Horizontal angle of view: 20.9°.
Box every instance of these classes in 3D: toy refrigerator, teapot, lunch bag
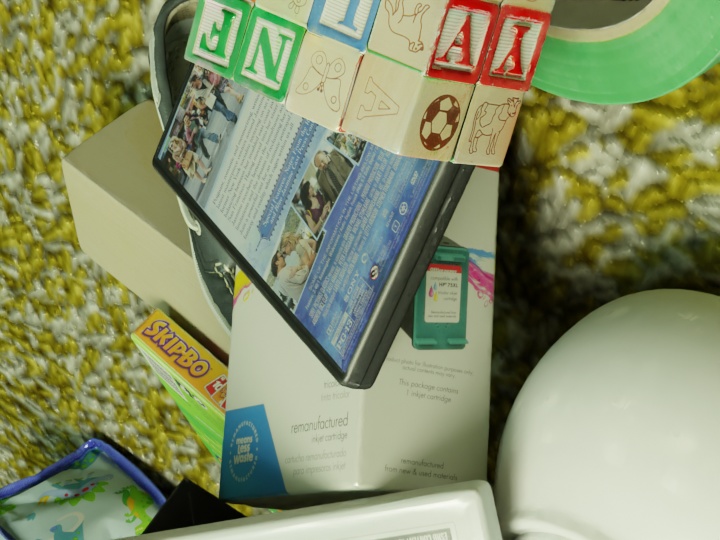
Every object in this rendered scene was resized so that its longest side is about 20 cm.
[{"bbox_3d":[-0.061,-0.003,1.009,0.200,0.070,0.076,36,150,29],"label":"toy refrigerator"},{"bbox_3d":[0.125,0.115,0.769,0.197,0.146,0.200,30,149,27],"label":"teapot"},{"bbox_3d":[-0.150,0.235,1.280,0.200,0.127,0.170,36,143,45],"label":"lunch bag"}]

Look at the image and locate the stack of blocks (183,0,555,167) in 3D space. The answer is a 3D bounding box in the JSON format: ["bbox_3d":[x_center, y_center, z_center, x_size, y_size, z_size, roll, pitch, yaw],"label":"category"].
[{"bbox_3d":[-0.021,-0.125,0.720,0.200,0.058,0.115,28,107,38],"label":"stack of blocks"}]

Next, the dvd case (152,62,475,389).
[{"bbox_3d":[-0.019,-0.062,0.798,0.200,0.018,0.143,46,118,49],"label":"dvd case"}]

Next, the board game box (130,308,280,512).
[{"bbox_3d":[-0.062,0.097,1.080,0.095,0.030,0.200,39,164,25],"label":"board game box"}]

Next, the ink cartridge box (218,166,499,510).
[{"bbox_3d":[0.000,0.000,0.834,0.116,0.067,0.201,-16,67,56],"label":"ink cartridge box"}]

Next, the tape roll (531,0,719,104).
[{"bbox_3d":[0.077,-0.160,0.706,0.200,0.048,0.201,33,141,32],"label":"tape roll"}]

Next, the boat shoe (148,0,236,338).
[{"bbox_3d":[-0.054,-0.038,0.918,0.200,0.075,0.060,63,172,15],"label":"boat shoe"}]

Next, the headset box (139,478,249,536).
[{"bbox_3d":[-0.037,0.195,0.896,0.149,0.077,0.200,31,158,14],"label":"headset box"}]

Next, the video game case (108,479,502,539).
[{"bbox_3d":[-0.025,0.187,0.775,0.199,0.023,0.183,-12,92,19],"label":"video game case"}]
